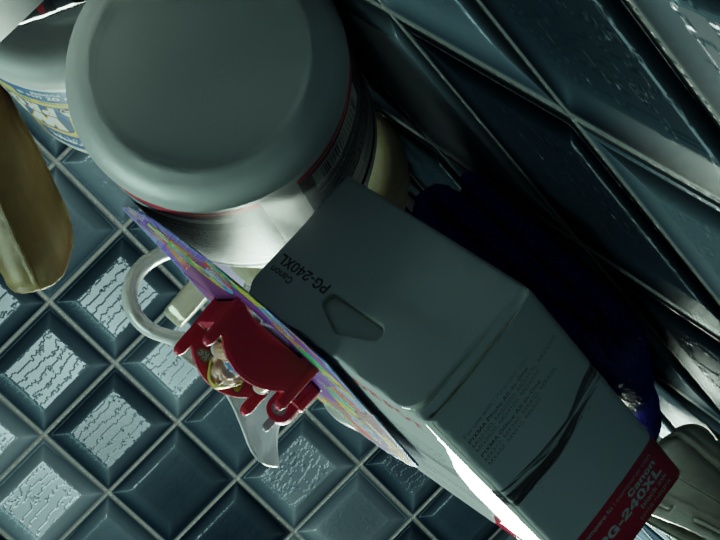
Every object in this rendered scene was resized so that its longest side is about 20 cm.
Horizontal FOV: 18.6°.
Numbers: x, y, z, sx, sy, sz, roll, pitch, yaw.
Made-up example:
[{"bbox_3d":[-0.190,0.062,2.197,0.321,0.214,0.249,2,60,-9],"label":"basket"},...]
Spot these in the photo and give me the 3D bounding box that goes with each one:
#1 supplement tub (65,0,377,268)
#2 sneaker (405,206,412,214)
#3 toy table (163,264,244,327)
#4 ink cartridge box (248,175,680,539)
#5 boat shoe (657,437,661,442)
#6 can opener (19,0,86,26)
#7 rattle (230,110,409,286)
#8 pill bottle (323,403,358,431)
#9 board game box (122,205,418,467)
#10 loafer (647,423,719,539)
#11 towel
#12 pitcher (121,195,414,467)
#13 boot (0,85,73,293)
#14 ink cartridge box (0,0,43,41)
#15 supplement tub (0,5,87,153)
[{"bbox_3d":[-0.065,-0.080,1.139,0.140,0.140,0.200,44,176,12],"label":"supplement tub"},{"bbox_3d":[-0.019,-0.057,1.440,0.199,0.096,0.079,18,178,14],"label":"sneaker"},{"bbox_3d":[-0.076,-0.041,1.657,0.200,0.184,0.117,53,160,3],"label":"toy table"},{"bbox_3d":[0.054,0.058,1.111,0.145,0.083,0.200,33,170,42],"label":"ink cartridge box"},{"bbox_3d":[0.119,0.057,1.333,0.200,0.074,0.067,46,149,-13],"label":"boat shoe"},{"bbox_3d":[-0.173,-0.156,1.192,0.063,0.199,0.079,-116,9,-53],"label":"can opener"},{"bbox_3d":[0.000,0.000,1.292,0.200,0.130,0.143,55,174,34],"label":"rattle"},{"bbox_3d":[0.077,0.082,1.425,0.200,0.109,0.109,27,-172,-35],"label":"pill bottle"},{"bbox_3d":[-0.056,0.049,1.118,0.158,0.039,0.200,35,171,37],"label":"board game box"},{"bbox_3d":[0.222,0.163,1.199,0.200,0.070,0.070,42,175,44],"label":"loafer"},{"bbox_3d":[0.103,0.023,1.188,0.148,0.050,0.200,36,173,18],"label":"towel"},{"bbox_3d":[-0.049,0.009,1.528,0.172,0.200,0.121,46,177,-6],"label":"pitcher"},{"bbox_3d":[-0.246,-0.111,1.428,0.175,0.066,0.200,-88,-20,-53],"label":"boot"},{"bbox_3d":[-0.201,-0.226,0.969,0.200,0.146,0.147,44,177,14],"label":"ink cartridge box"},{"bbox_3d":[-0.158,-0.153,1.349,0.145,0.145,0.200,44,176,17],"label":"supplement tub"}]
